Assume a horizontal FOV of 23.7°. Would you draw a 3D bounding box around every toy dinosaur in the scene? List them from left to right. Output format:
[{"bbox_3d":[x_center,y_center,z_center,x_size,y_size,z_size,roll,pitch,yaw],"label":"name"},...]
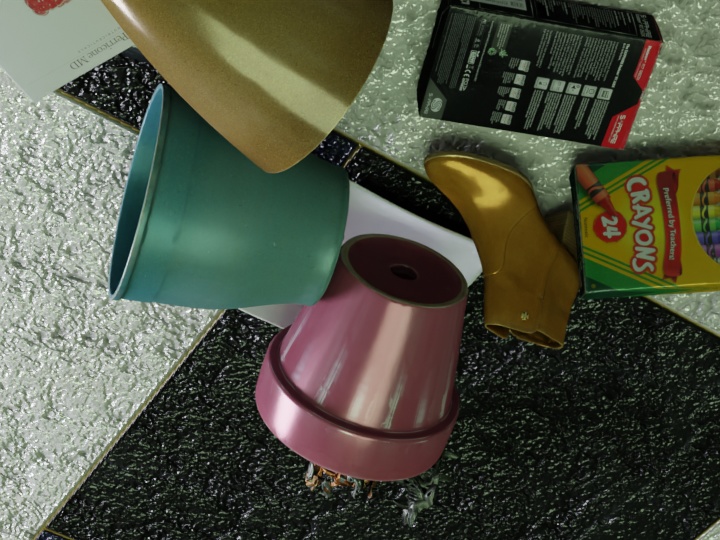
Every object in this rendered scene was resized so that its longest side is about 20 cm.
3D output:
[{"bbox_3d":[0.028,0.197,1.862,0.136,0.102,0.200,42,141,-13],"label":"toy dinosaur"}]

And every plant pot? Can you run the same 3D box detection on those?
[{"bbox_3d":[-0.107,-0.210,1.404,0.200,0.186,0.186,32,122,-24],"label":"plant pot"},{"bbox_3d":[-0.116,-0.052,1.570,0.188,0.200,0.200,13,129,-14],"label":"plant pot"},{"bbox_3d":[0.015,0.072,1.646,0.200,0.200,0.179,12,120,-12],"label":"plant pot"}]

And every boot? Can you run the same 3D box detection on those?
[{"bbox_3d":[0.132,-0.016,1.639,0.201,0.144,0.071,27,155,-26],"label":"boot"}]

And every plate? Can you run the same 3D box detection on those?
[{"bbox_3d":[0.000,0.000,1.726,0.200,0.032,0.200,25,126,-21],"label":"plate"}]

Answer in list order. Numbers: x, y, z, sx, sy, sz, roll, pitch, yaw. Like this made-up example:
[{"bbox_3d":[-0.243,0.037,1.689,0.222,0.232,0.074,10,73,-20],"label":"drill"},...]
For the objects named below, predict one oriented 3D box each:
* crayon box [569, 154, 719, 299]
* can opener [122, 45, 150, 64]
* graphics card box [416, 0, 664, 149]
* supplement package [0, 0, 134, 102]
[{"bbox_3d":[0.306,-0.043,1.641,0.200,0.127,0.051,-4,171,1],"label":"crayon box"},{"bbox_3d":[-0.132,-0.188,1.554,0.200,0.079,0.063,11,168,-7],"label":"can opener"},{"bbox_3d":[0.160,-0.185,1.561,0.200,0.051,0.126,7,130,-9],"label":"graphics card box"},{"bbox_3d":[-0.283,-0.266,1.433,0.121,0.120,0.200,-27,126,19],"label":"supplement package"}]
